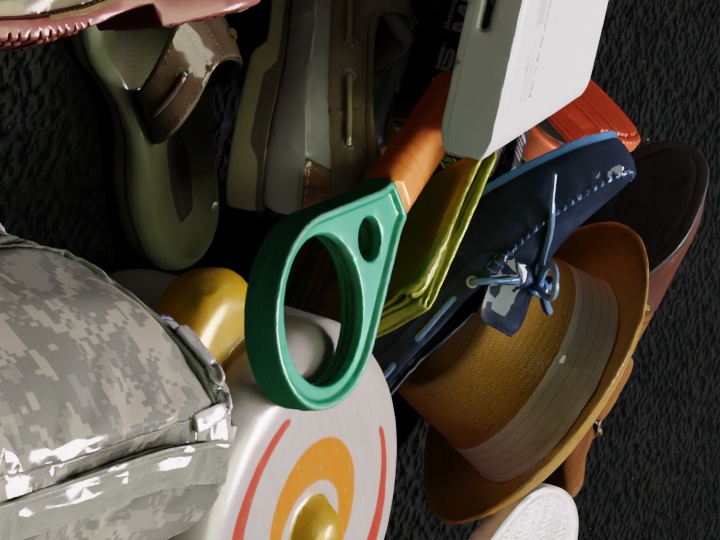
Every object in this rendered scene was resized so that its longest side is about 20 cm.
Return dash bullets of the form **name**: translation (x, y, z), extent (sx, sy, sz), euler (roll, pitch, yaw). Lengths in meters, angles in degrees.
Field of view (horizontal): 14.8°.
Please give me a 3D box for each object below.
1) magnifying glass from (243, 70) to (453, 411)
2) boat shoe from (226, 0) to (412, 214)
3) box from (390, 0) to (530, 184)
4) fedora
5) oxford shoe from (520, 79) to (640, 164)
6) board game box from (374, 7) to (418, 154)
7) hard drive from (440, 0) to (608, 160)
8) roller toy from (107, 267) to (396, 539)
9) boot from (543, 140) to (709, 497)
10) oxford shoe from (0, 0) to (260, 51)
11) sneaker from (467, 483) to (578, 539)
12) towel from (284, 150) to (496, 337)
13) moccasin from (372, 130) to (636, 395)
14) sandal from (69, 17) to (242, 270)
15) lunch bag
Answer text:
- **magnifying glass**: translation (0.004, -0.018, 1.189), extent (0.200, 0.022, 0.080), euler (-59, 137, -43)
- **boat shoe**: translation (-0.009, -0.114, 1.270), extent (0.075, 0.068, 0.201), euler (91, 10, -68)
- **box**: translation (0.072, -0.142, 1.371), extent (0.200, 0.047, 0.194), euler (38, 66, -79)
- **fedora**: translation (0.071, 0.039, 1.485), extent (0.082, 0.200, 0.201), euler (36, 66, -19)
- **oxford shoe**: translation (0.101, -0.071, 1.566), extent (0.073, 0.071, 0.200), euler (-48, 168, 21)
- **board game box**: translation (0.007, -0.077, 1.407), extent (0.096, 0.030, 0.200), euler (-62, 153, -24)
- **hard drive**: translation (0.085, -0.132, 1.268), extent (0.200, 0.026, 0.133), euler (-36, 140, -70)
- **roller toy**: translation (-0.070, 0.098, 1.225), extent (0.182, 0.139, 0.201), euler (11, 93, -63)
- **boot**: translation (0.159, 0.034, 1.664), extent (0.200, 0.068, 0.189), euler (62, 50, -68)
- **oxford shoe**: translation (-0.128, -0.125, 1.076), extent (0.199, 0.070, 0.075), euler (-15, 101, -44)
- **sneaker**: translation (0.032, 0.194, 1.499), extent (0.074, 0.115, 0.201), euler (37, 78, -36)
- **towel**: translation (0.000, 0.000, 1.298), extent (0.200, 0.018, 0.086), euler (-28, -144, 63)
- **moccasin**: translation (0.061, 0.007, 1.398), extent (0.200, 0.068, 0.080), euler (-36, 163, 12)
- **sandal**: translation (-0.077, -0.086, 1.207), extent (0.080, 0.057, 0.202), euler (-51, 144, -38)
- **lunch bag**: translation (-0.159, 0.061, 1.009), extent (0.200, 0.167, 0.140), euler (-13, 115, -60)
